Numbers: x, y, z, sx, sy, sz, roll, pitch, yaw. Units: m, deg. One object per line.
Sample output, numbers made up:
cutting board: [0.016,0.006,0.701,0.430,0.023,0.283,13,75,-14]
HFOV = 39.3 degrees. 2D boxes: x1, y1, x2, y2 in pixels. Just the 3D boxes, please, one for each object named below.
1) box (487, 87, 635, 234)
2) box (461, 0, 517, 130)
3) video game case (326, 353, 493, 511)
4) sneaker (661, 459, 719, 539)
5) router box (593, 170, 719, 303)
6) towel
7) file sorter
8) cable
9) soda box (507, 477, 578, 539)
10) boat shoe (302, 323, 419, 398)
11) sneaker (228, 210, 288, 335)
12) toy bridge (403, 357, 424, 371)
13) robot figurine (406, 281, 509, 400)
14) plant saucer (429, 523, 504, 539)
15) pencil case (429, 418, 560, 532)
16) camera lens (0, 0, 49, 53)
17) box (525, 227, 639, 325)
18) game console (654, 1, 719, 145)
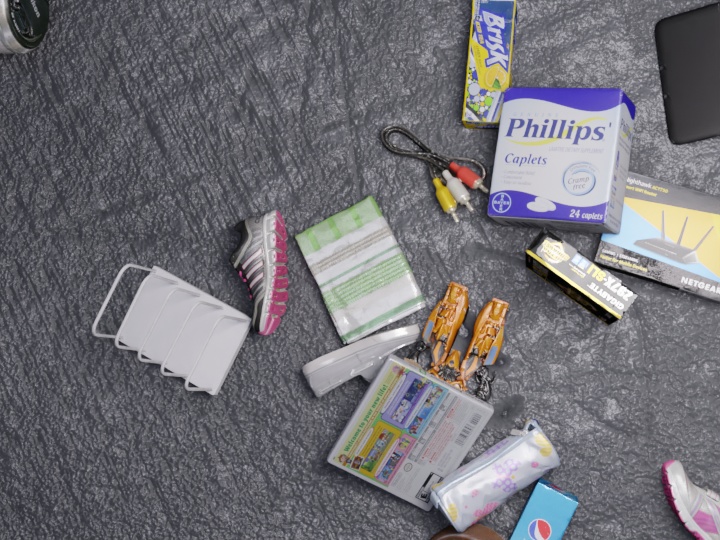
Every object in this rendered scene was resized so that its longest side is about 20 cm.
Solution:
box: [0.300,-0.165,1.504,0.184,0.105,0.200,6,85,27]
box: [0.204,-0.324,1.579,0.070,0.064,0.200,5,87,11]
video game case: [0.074,0.248,1.530,0.182,0.022,0.200,27,107,-8]
sneaker: [0.513,0.356,1.468,0.088,0.081,0.200,-34,89,5]
router box: [0.468,-0.051,1.514,0.200,0.051,0.149,17,89,13]
towel: [0.000,0.000,1.615,0.149,0.031,0.200,-26,79,5]
file sorter: [-0.303,0.090,1.603,0.200,0.125,0.139,27,90,18]
cable: [0.121,-0.174,1.589,0.097,0.050,0.200,-44,81,4]
soda box: [0.254,0.418,1.514,0.068,0.064,0.200,26,91,11]
boat shoe: [0.007,0.143,1.578,0.200,0.072,0.069,-23,86,7]
sneaker: [-0.168,0.004,1.622,0.087,0.074,0.200,-1,86,17]
toy bridge: [0.031,0.221,1.571,0.200,0.027,0.067,-62,38,15]
robot figurine: [0.148,0.126,1.558,0.145,0.058,0.200,21,89,13]
plant saucer: [0.149,0.476,1.497,0.200,0.034,0.201,-13,67,33]
pencil case: [0.201,0.306,1.509,0.200,0.091,0.083,-35,55,0]
camera lens: [-0.640,-0.447,1.697,0.200,0.160,0.160,3,86,11]
box: [0.316,0.013,1.463,0.160,0.200,0.049,38,92,11]
game console: [0.564,-0.301,1.534,0.176,0.116,0.200,-4,85,-20]
